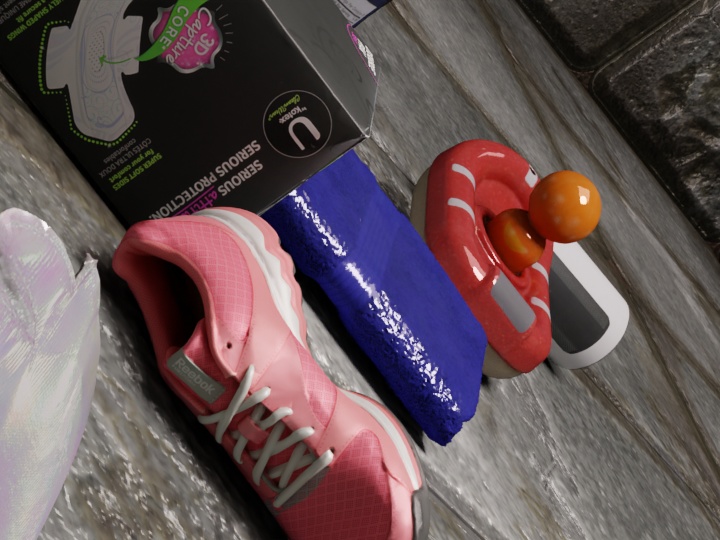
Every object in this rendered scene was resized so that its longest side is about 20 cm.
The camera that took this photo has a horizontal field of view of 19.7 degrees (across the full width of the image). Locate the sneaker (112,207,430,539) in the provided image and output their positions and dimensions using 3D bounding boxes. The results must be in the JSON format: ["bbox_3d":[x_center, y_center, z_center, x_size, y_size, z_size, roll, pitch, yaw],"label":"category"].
[{"bbox_3d":[-0.048,0.058,0.896,0.087,0.074,0.201,4,47,-57],"label":"sneaker"}]

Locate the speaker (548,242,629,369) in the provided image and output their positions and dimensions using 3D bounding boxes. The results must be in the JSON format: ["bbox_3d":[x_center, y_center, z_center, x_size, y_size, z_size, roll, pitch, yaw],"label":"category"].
[{"bbox_3d":[0.133,-0.010,1.663,0.200,0.081,0.081,48,15,-34],"label":"speaker"}]

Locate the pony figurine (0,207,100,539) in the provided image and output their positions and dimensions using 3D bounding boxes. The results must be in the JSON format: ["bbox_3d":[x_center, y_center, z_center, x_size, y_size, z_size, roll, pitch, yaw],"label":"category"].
[{"bbox_3d":[-0.102,0.104,0.423,0.201,0.166,0.193,56,-20,18],"label":"pony figurine"}]

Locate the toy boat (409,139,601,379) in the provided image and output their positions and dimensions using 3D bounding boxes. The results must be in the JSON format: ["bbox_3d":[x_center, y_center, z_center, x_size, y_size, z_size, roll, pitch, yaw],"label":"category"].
[{"bbox_3d":[0.113,-0.026,1.478,0.131,0.130,0.200,50,21,-22],"label":"toy boat"}]

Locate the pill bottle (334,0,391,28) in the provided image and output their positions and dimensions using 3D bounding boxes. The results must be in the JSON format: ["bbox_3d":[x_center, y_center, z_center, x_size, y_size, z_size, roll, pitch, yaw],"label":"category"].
[{"bbox_3d":[-0.040,-0.180,1.183,0.112,0.200,0.112,51,13,-17],"label":"pill bottle"}]

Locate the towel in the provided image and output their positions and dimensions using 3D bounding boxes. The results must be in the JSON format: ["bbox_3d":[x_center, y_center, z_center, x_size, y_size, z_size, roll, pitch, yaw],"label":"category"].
[{"bbox_3d":[0.000,0.000,1.240,0.200,0.049,0.148,53,20,-14],"label":"towel"}]

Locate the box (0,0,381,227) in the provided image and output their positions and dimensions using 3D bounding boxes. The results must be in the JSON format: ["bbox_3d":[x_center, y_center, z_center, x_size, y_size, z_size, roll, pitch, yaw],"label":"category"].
[{"bbox_3d":[-0.096,-0.127,1.016,0.200,0.124,0.149,53,14,-13],"label":"box"}]
